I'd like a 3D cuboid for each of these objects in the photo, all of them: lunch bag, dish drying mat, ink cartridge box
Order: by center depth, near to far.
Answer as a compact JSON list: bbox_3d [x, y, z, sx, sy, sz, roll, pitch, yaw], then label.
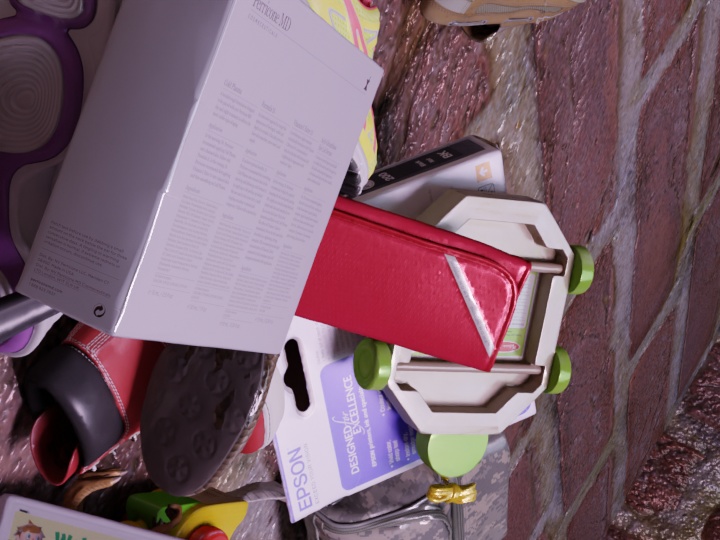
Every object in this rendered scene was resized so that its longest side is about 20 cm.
[{"bbox_3d":[0.000,0.000,0.908,0.018,0.198,0.077,-116,-135,-67],"label":"dish drying mat"},{"bbox_3d":[0.014,0.037,1.003,0.198,0.043,0.200,-21,116,-24],"label":"ink cartridge box"},{"bbox_3d":[0.023,0.190,1.253,0.167,0.139,0.201,-35,149,-22],"label":"lunch bag"}]

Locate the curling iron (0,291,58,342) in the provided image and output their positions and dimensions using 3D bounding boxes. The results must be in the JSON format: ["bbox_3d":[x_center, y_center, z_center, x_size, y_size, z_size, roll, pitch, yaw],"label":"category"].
[{"bbox_3d":[-0.193,0.046,0.610,0.199,0.049,0.026,-26,116,-31],"label":"curling iron"}]

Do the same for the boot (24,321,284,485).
[{"bbox_3d":[-0.118,0.079,0.865,0.145,0.072,0.201,-53,149,-23],"label":"boot"}]

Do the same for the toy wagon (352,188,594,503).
[{"bbox_3d":[0.067,0.050,0.990,0.154,0.039,0.202,4,104,-30],"label":"toy wagon"}]

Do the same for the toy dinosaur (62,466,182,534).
[{"bbox_3d":[-0.154,0.169,0.864,0.198,0.060,0.108,-4,90,-35],"label":"toy dinosaur"}]

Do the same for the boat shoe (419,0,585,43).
[{"bbox_3d":[0.095,-0.194,1.063,0.199,0.072,0.076,-6,136,-58],"label":"boat shoe"}]

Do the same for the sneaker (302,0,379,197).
[{"bbox_3d":[-0.017,-0.117,0.855,0.091,0.078,0.201,-57,158,-21],"label":"sneaker"}]

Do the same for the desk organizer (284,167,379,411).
[{"bbox_3d":[-0.005,0.034,1.065,0.072,0.077,0.202,-31,143,-54],"label":"desk organizer"}]

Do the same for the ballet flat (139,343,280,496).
[{"bbox_3d":[-0.060,0.021,0.799,0.046,0.067,0.202,19,88,-66],"label":"ballet flat"}]

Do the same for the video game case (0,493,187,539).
[{"bbox_3d":[-0.121,0.233,0.824,0.022,0.198,0.184,-23,-129,60],"label":"video game case"}]

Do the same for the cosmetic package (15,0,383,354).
[{"bbox_3d":[-0.060,-0.046,0.673,0.152,0.051,0.200,-67,164,1],"label":"cosmetic package"}]

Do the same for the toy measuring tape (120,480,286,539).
[{"bbox_3d":[-0.100,0.177,1.003,0.199,0.073,0.074,7,109,-60],"label":"toy measuring tape"}]

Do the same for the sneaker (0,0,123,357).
[{"bbox_3d":[-0.134,-0.061,0.672,0.100,0.074,0.201,-48,163,-52],"label":"sneaker"}]
